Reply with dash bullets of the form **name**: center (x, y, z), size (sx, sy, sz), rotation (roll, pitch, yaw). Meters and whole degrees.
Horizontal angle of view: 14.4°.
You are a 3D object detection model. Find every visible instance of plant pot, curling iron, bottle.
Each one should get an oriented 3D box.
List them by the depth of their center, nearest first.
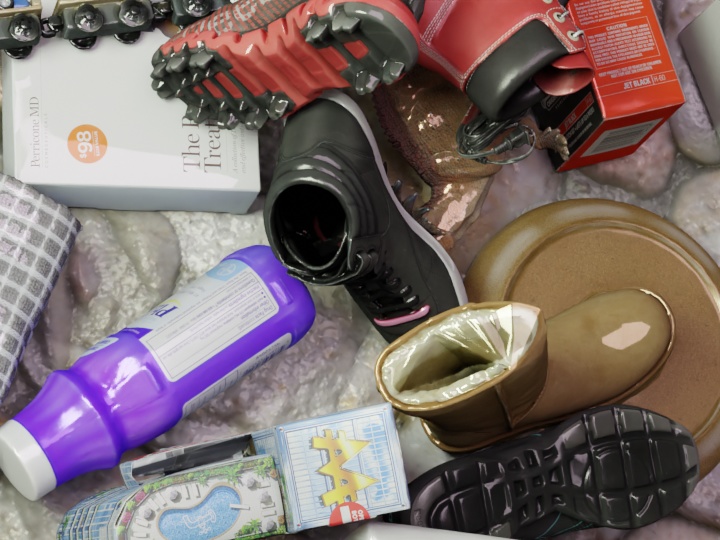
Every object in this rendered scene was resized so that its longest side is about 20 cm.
- **bottle**: center (-0.122, 0.060, 1.648), size (0.200, 0.084, 0.065), rotation (-34, 95, -22)
- **curling iron**: center (0.113, -0.145, 1.707), size (0.049, 0.026, 0.200), rotation (18, 69, 26)
- **plant pot**: center (0.156, 0.047, 1.765), size (0.199, 0.027, 0.201), rotation (5, 73, -15)

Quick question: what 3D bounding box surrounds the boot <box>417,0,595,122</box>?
- **boot**: center (0.109, -0.182, 1.679), size (0.144, 0.072, 0.200), rotation (37, 76, 22)

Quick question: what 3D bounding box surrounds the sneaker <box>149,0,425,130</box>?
- **sneaker**: center (-0.036, -0.141, 1.636), size (0.071, 0.200, 0.098), rotation (46, 50, -30)

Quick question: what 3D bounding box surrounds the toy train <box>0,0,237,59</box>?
- **toy train**: center (-0.156, -0.157, 1.679), size (0.199, 0.034, 0.046), rotation (-10, 72, -18)

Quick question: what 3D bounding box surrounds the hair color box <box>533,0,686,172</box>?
- **hair color box**: center (0.131, -0.175, 1.787), size (0.061, 0.102, 0.201), rotation (-13, 76, -19)

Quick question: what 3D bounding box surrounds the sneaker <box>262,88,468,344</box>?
- **sneaker**: center (0.000, 0.000, 1.667), size (0.200, 0.071, 0.099), rotation (61, 28, -24)

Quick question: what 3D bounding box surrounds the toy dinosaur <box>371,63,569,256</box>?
- **toy dinosaur**: center (0.041, -0.092, 1.747), size (0.135, 0.086, 0.200), rotation (-18, 71, -8)

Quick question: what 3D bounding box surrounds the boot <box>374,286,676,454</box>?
- **boot**: center (0.100, 0.049, 1.624), size (0.175, 0.200, 0.066), rotation (-30, 76, 0)

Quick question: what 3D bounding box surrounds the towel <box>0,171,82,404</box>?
- **towel**: center (-0.279, 0.003, 1.619), size (0.200, 0.086, 0.166), rotation (24, 67, -8)

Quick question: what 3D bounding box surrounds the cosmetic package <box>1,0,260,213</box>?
- **cosmetic package**: center (-0.141, -0.137, 1.723), size (0.150, 0.052, 0.201), rotation (0, 73, -13)

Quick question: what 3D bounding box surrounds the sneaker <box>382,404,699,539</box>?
- **sneaker**: center (0.105, 0.124, 1.692), size (0.199, 0.079, 0.076), rotation (-9, 90, -21)

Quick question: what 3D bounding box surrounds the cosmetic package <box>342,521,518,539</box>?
- **cosmetic package**: center (0.071, 0.248, 1.601), size (0.199, 0.166, 0.168), rotation (10, 71, -12)

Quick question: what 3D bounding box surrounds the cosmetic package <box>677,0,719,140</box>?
- **cosmetic package**: center (0.296, -0.088, 1.817), size (0.107, 0.085, 0.201), rotation (-15, 77, -21)

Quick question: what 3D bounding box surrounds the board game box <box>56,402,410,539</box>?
- **board game box**: center (-0.056, 0.118, 1.583), size (0.199, 0.200, 0.062), rotation (-10, 85, -20)
